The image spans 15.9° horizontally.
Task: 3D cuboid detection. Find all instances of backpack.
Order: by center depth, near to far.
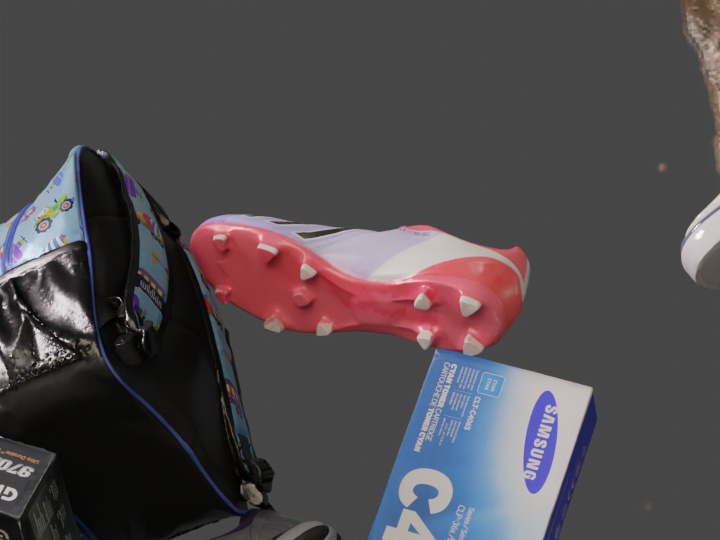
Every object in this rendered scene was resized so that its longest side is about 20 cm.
[{"bbox_3d":[-0.150,0.040,1.428,0.134,0.183,0.200,-25,46,11],"label":"backpack"}]

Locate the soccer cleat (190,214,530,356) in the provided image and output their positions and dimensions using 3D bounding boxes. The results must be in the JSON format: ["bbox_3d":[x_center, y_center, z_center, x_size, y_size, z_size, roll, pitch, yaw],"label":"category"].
[{"bbox_3d":[0.000,0.000,1.491,0.199,0.067,0.076,11,35,21],"label":"soccer cleat"}]

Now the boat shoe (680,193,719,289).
[{"bbox_3d":[0.252,-0.063,1.474,0.200,0.074,0.065,-33,58,-19],"label":"boat shoe"}]

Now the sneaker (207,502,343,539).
[{"bbox_3d":[-0.100,0.199,1.390,0.200,0.075,0.087,-33,28,-23],"label":"sneaker"}]

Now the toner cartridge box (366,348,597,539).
[{"bbox_3d":[0.055,0.148,1.409,0.095,0.043,0.200,14,67,15],"label":"toner cartridge box"}]

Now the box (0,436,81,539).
[{"bbox_3d":[-0.224,0.147,1.369,0.158,0.200,0.046,16,55,16],"label":"box"}]
